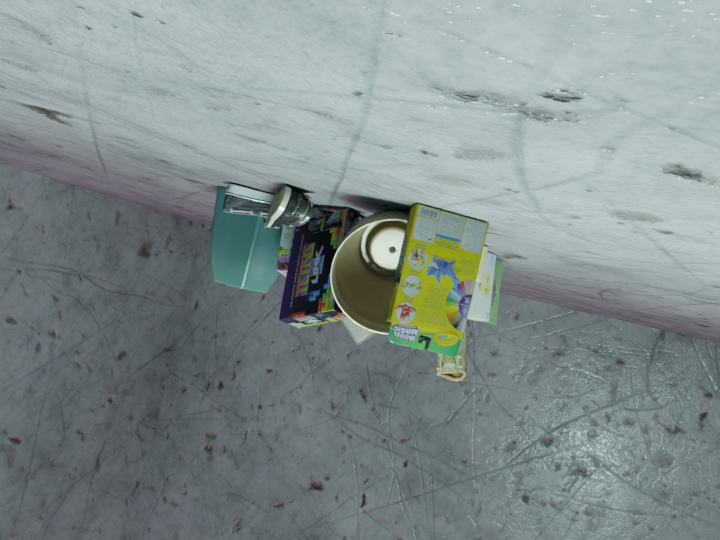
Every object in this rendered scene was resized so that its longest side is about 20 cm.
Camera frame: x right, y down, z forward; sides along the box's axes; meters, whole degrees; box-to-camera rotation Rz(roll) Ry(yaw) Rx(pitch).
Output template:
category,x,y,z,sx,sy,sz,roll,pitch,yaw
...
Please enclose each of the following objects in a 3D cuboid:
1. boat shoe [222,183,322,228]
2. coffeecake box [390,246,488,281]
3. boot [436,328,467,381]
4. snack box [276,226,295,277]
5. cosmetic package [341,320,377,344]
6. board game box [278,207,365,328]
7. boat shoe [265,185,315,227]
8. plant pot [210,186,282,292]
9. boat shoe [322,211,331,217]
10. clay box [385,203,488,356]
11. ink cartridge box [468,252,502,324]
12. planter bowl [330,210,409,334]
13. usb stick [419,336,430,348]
category,x,y,z,sx,sy,sz,roll,pitch,yaw
boat shoe,-0.176,-0.116,1.276,0.198,0.069,0.072,14,179,-16
coffeecake box,0.121,-0.040,1.246,0.198,0.074,0.153,15,178,-34
boot,0.188,0.143,1.375,0.072,0.157,0.200,-4,152,18
snack box,-0.116,-0.041,1.408,0.052,0.144,0.200,1,165,17
cosmetic package,0.051,0.092,1.543,0.088,0.103,0.199,54,-149,10
board game box,-0.072,-0.002,1.212,0.056,0.202,0.164,25,153,-39
boat shoe,-0.130,-0.106,1.153,0.067,0.073,0.200,18,176,-16
plant pot,-0.242,-0.061,1.400,0.140,0.202,0.141,13,179,31
boat shoe,-0.059,-0.045,1.406,0.073,0.069,0.201,25,157,32
clay box,0.108,0.015,0.936,0.114,0.202,0.048,14,179,-10
ink cartridge box,0.266,0.037,1.373,0.048,0.147,0.199,2,171,45
planter bowl,0.054,-0.015,1.056,0.198,0.202,0.135,14,-154,-3
usb stick,0.115,0.077,1.417,0.032,0.202,0.056,-14,149,-6
